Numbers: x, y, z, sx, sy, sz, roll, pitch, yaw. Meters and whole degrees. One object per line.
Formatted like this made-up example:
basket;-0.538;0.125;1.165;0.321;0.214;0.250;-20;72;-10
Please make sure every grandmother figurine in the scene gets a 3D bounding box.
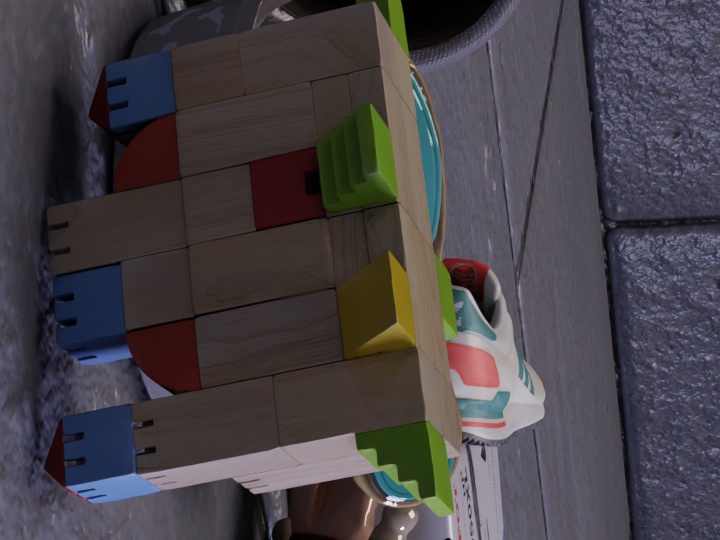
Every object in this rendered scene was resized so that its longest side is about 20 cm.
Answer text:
grandmother figurine;-0.015;0.126;0.972;0.121;0.060;0.201;146;-44;-69

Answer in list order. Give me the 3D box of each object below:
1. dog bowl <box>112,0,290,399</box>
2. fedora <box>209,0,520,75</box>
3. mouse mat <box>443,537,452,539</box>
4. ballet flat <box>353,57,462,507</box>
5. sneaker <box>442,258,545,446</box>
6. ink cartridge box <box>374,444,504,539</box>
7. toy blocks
dog bowl;-0.050;-0.020;0.880;0.200;0.058;0.201;-4;90;-79
fedora;-0.009;-0.183;0.965;0.177;0.200;0.090;-57;-151;2
mouse mat;0.023;0.219;0.930;0.200;0.007;0.162;-28;113;-72
ballet flat;0.000;0.000;0.869;0.063;0.068;0.201;-138;-140;-65
sneaker;0.065;0.040;1.164;0.200;0.070;0.094;-15;110;-77
ink cartridge box;0.027;0.162;1.156;0.200;0.084;0.145;-17;103;-78
toy blocks;-0.045;-0.002;0.731;0.100;0.136;0.201;50;31;-66
